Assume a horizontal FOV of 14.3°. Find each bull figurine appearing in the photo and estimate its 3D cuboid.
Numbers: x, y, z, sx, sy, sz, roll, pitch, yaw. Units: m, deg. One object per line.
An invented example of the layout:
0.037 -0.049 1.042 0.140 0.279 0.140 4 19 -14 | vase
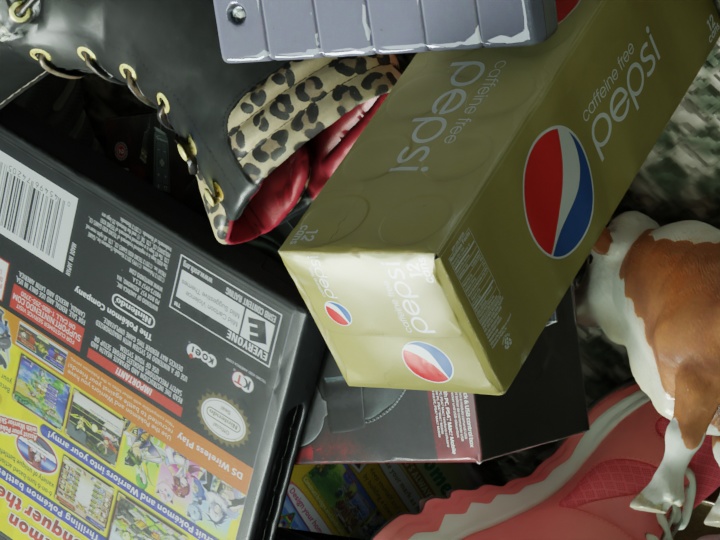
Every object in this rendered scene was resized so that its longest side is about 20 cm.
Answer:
0.162 0.037 1.093 0.199 0.122 0.065 2 169 27 | bull figurine

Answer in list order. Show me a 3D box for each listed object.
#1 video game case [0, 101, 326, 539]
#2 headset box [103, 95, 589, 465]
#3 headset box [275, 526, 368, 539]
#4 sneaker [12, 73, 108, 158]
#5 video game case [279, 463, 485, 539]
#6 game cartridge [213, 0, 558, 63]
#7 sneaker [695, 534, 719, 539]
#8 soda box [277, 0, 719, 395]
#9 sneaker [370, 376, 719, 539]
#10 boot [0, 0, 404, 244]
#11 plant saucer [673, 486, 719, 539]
-0.110 0.046 1.177 0.200 0.025 0.181 30 121 28 | video game case
0.000 0.000 1.147 0.200 0.077 0.149 -3 95 41 | headset box
0.035 0.215 1.227 0.199 0.093 0.175 9 114 -13 | headset box
-0.172 -0.053 1.279 0.115 0.075 0.200 4 134 38 | sneaker
-0.005 0.164 1.302 0.200 0.182 0.022 57 162 -26 | video game case
-0.003 -0.172 0.975 0.129 0.038 0.201 0 106 31 | game cartridge
0.190 0.198 1.213 0.073 0.071 0.200 -11 123 44 | sneaker
0.053 -0.047 1.005 0.068 0.200 0.064 1 131 36 | soda box
0.096 0.113 1.148 0.087 0.200 0.074 44 152 36 | sneaker
-0.081 -0.076 1.097 0.200 0.073 0.151 -39 75 21 | boot
0.169 0.159 1.276 0.200 0.035 0.201 21 140 19 | plant saucer
